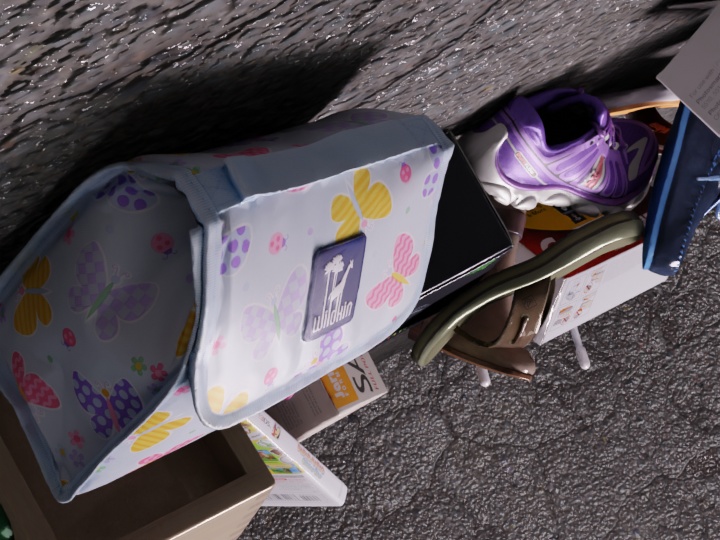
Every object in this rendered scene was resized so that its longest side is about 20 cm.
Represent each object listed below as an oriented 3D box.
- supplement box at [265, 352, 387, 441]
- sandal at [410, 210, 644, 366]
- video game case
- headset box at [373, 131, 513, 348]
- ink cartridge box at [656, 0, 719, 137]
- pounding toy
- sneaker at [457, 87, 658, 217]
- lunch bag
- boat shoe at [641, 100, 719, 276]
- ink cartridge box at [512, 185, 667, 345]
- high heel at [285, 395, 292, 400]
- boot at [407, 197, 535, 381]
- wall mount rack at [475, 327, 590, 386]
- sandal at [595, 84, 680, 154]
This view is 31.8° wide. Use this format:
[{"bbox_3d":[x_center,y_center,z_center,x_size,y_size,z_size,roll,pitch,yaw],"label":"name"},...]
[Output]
[{"bbox_3d":[-0.084,0.102,1.169,0.073,0.127,0.200,-18,169,-48],"label":"supplement box"},{"bbox_3d":[0.124,0.023,0.934,0.200,0.058,0.080,-29,174,16],"label":"sandal"},{"bbox_3d":[-0.138,0.160,1.105,0.199,0.023,0.182,-5,145,30],"label":"video game case"},{"bbox_3d":[0.000,0.000,0.898,0.173,0.093,0.200,-27,172,-11],"label":"headset box"},{"bbox_3d":[0.301,-0.125,0.805,0.128,0.200,0.125,-18,150,-53],"label":"ink cartridge box"},{"bbox_3d":[-0.200,0.132,0.831,0.199,0.185,0.142,-23,160,-33],"label":"pounding toy"},{"bbox_3d":[0.159,-0.088,0.896,0.199,0.081,0.083,-7,149,-47],"label":"sneaker"},{"bbox_3d":[-0.063,0.006,0.600,0.169,0.127,0.200,-22,165,-49],"label":"lunch bag"},{"bbox_3d":[0.260,-0.088,0.922,0.084,0.068,0.201,68,42,-82],"label":"boat shoe"},{"bbox_3d":[0.185,-0.041,1.217,0.199,0.175,0.084,-22,141,-38],"label":"ink cartridge box"},{"bbox_3d":[-0.013,0.032,1.057,0.199,0.097,0.067,-24,171,-28],"label":"high heel"},{"bbox_3d":[0.104,0.004,1.051,0.070,0.147,0.200,24,177,-29],"label":"boot"},{"bbox_3d":[0.136,0.027,1.243,0.199,0.174,0.075,-8,124,-25],"label":"wall mount rack"},{"bbox_3d":[0.249,-0.121,1.037,0.079,0.060,0.206,-4,-174,40],"label":"sandal"}]
